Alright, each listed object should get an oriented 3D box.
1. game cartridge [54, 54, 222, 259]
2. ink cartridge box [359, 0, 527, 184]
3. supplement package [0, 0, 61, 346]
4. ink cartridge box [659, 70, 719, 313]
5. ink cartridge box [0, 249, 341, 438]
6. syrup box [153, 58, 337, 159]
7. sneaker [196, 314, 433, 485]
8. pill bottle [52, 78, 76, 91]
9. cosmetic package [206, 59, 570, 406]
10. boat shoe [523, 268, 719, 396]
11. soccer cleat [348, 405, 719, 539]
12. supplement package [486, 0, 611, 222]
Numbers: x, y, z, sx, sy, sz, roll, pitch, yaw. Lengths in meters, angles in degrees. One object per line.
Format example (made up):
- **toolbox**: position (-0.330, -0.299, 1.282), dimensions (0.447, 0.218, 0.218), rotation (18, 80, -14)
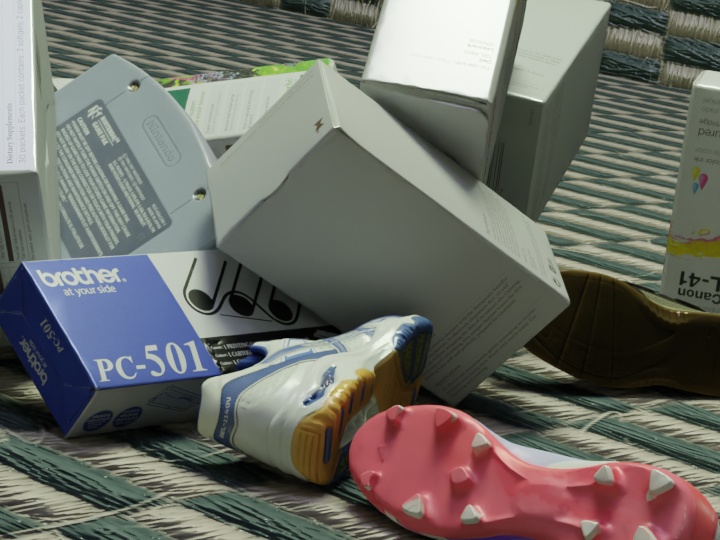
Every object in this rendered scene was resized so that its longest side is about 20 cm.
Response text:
- **game cartridge**: position (-0.154, -0.047, 1.361), dimensions (0.133, 0.042, 0.200), rotation (-31, 48, -2)
- **ink cartridge box**: position (0.056, -0.142, 1.387), dimensions (0.084, 0.145, 0.200), rotation (11, 55, 5)
- **supplement package**: position (-0.240, -0.077, 1.281), dimensions (0.111, 0.156, 0.200), rotation (-5, 51, -5)
- **ink cartridge box**: position (0.296, -0.032, 1.548), dimensions (0.147, 0.200, 0.086), rotation (9, 12, 11)
- **ink cartridge box**: position (-0.103, 0.037, 1.236), dimensions (0.200, 0.044, 0.094), rotation (-4, 51, -45)
- **syrup box**: position (-0.111, -0.088, 1.562), dimensions (0.200, 0.081, 0.079), rotation (-5, 43, 13)
- **sneaker**: position (-0.022, 0.058, 1.202), dimensions (0.088, 0.075, 0.200), rotation (14, 12, 18)
- **pill bottle**: position (-0.305, -0.110, 1.772), dimensions (0.116, 0.116, 0.200), rotation (16, 14, 38)
- **cosmetic package**: position (0.017, -0.019, 1.291), dimensions (0.200, 0.108, 0.085), rotation (37, 23, -29)
- **boat shoe**: position (0.176, 0.044, 1.440), dimensions (0.200, 0.073, 0.065), rotation (17, -3, -21)
- **soccer cleat**: position (0.084, 0.115, 1.067), dimensions (0.200, 0.067, 0.076), rotation (8, -21, 35)
- **supplement package**: position (0.098, -0.123, 1.579), dimensions (0.117, 0.117, 0.200), rotation (14, 31, 15)
